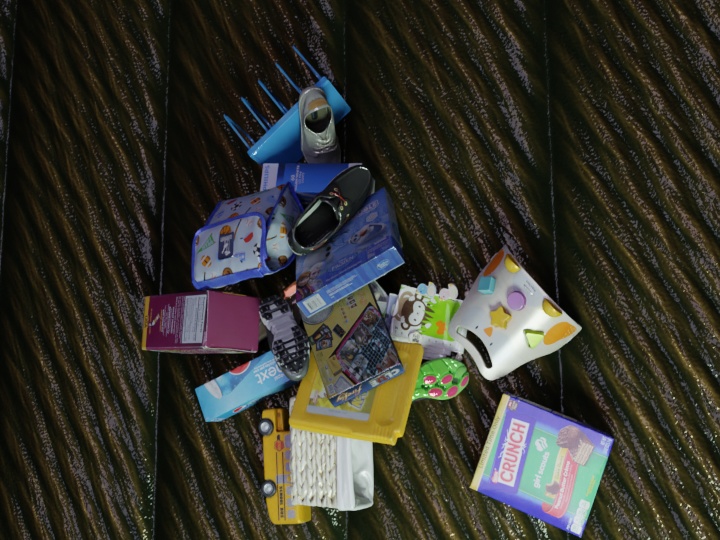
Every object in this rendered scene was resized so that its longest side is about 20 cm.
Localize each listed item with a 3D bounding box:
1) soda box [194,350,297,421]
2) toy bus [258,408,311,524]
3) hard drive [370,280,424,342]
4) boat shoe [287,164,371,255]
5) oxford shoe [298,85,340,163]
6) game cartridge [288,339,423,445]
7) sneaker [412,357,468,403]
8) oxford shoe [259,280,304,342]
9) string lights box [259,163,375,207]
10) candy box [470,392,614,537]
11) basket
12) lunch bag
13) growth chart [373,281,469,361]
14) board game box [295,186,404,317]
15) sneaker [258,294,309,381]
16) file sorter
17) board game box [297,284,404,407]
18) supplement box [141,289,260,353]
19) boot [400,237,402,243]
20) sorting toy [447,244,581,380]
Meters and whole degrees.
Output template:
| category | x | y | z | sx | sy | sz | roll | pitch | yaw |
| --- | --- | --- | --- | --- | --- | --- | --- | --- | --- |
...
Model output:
| category | x | y | z | sx | sy | sz | roll | pitch | yaw |
| --- | --- | --- | --- | --- | --- | --- | --- | --- | --- |
| soda box | -0.208 | 0.213 | 1.604 | 0.197 | 0.064 | 0.069 | -27 | 75 | 10 |
| toy bus | -0.138 | 0.355 | 1.559 | 0.076 | 0.065 | 0.206 | -6 | 79 | 14 |
| hard drive | 0.004 | 0.093 | 1.540 | 0.139 | 0.038 | 0.201 | -40 | 95 | 5 |
| boat shoe | -0.047 | -0.108 | 1.485 | 0.074 | 0.063 | 0.202 | 45 | 77 | -6 |
| oxford shoe | -0.073 | -0.244 | 1.574 | 0.074 | 0.202 | 0.058 | -22 | 50 | -11 |
| game cartridge | -0.006 | 0.193 | 1.428 | 0.195 | 0.033 | 0.179 | 3 | 57 | 23 |
| sneaker | 0.096 | 0.201 | 1.511 | 0.195 | 0.084 | 0.079 | -16 | 96 | -5 |
| oxford shoe | -0.149 | 0.095 | 1.605 | 0.199 | 0.071 | 0.073 | -42 | 82 | 9 |
| string lights box | -0.079 | -0.159 | 1.606 | 0.195 | 0.103 | 0.061 | 1 | 78 | 17 |
| candy box | 0.305 | 0.321 | 1.431 | 0.196 | 0.077 | 0.173 | 20 | 87 | 19 |
| basket | -0.052 | 0.316 | 1.505 | 0.120 | 0.135 | 0.206 | -6 | 78 | 17 |
| lunch bag | -0.203 | -0.053 | 1.528 | 0.167 | 0.125 | 0.202 | -12 | 35 | 27 |
| growth chart | 0.105 | 0.094 | 1.516 | 0.195 | 0.018 | 0.149 | 2 | 86 | -13 |
| board game box | -0.024 | -0.036 | 1.497 | 0.197 | 0.044 | 0.201 | -29 | 31 | 15 |
| sneaker | -0.126 | 0.135 | 1.503 | 0.065 | 0.092 | 0.201 | -20 | 40 | -9 |
| file sorter | -0.144 | -0.305 | 1.632 | 0.199 | 0.139 | 0.123 | -42 | 69 | 6 |
| board game box | -0.019 | 0.113 | 1.443 | 0.133 | 0.035 | 0.203 | -26 | 52 | 5 |
| supplement box | -0.297 | 0.099 | 1.578 | 0.197 | 0.129 | 0.106 | -5 | 78 | 41 |
| boot | 0.000 | 0.000 | 1.570 | 0.075 | 0.074 | 0.202 | 37 | 90 | 27 |
| sorting toy | 0.248 | 0.086 | 1.477 | 0.180 | 0.106 | 0.201 | -46 | 72 | 12 |
